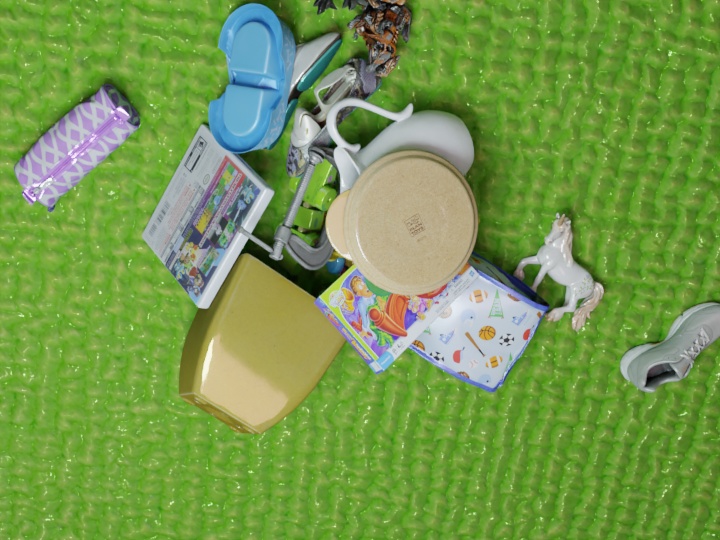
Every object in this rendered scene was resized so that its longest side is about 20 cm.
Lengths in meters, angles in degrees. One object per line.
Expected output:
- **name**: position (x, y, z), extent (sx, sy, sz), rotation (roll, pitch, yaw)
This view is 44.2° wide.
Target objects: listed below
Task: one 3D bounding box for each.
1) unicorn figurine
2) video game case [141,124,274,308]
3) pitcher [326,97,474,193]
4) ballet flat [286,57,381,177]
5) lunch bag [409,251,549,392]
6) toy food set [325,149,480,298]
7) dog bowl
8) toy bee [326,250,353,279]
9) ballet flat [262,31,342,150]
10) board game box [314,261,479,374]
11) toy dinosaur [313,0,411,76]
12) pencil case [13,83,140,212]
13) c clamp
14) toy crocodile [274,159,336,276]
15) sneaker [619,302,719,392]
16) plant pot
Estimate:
- **unicorn figurine**: position (0.309, -0.001, 1.393), extent (0.137, 0.074, 0.199), rotation (-46, 123, 12)
- **video game case**: position (-0.224, -0.080, 1.278), extent (0.023, 0.182, 0.201), rotation (13, 115, -51)
- **pitcher**: position (0.053, -0.177, 1.258), extent (0.198, 0.121, 0.174), rotation (-22, 111, -19)
- **ballet flat**: position (-0.055, -0.227, 1.275), extent (0.072, 0.072, 0.201), rotation (39, 98, -16)
- **lunch bag**: position (0.166, 0.069, 1.364), extent (0.198, 0.124, 0.172), rotation (31, 107, 6)
- **toy food set**: position (0.067, -0.060, 1.200), extent (0.200, 0.049, 0.198), rotation (-45, 103, -6)
- **dog bowl**: position (-0.147, -0.263, 1.235), extent (0.110, 0.049, 0.203), rotation (14, 99, 30)
- **toy bee**: position (0.000, 0.000, 1.342), extent (0.129, 0.109, 0.203), rotation (-15, 116, -18)
- **ballet flat**: position (-0.105, -0.268, 1.267), extent (0.069, 0.070, 0.201), rotation (32, 106, -14)
- **board game box**: position (0.052, 0.026, 1.246), extent (0.200, 0.045, 0.135), rotation (-43, 90, -18)
- **toy dinosaur**: position (0.017, -0.377, 1.224), extent (0.134, 0.102, 0.204), rotation (2, 76, -35)
- **pencil case**: position (-0.405, -0.177, 1.264), extent (0.199, 0.086, 0.084), rotation (-41, 110, 10)
- **c clamp**: position (-0.071, -0.092, 1.242), extent (0.171, 0.027, 0.202), rotation (45, 61, -43)
- **toy crocodile**: position (-0.077, -0.085, 1.335), extent (0.067, 0.062, 0.203), rotation (25, 105, 25)
- **sneaker**: position (0.524, 0.134, 1.438), extent (0.199, 0.092, 0.076), rotation (-38, 109, 10)
- **plant pot**: position (-0.159, 0.124, 1.290), extent (0.193, 0.195, 0.202), rotation (33, 70, -15)
